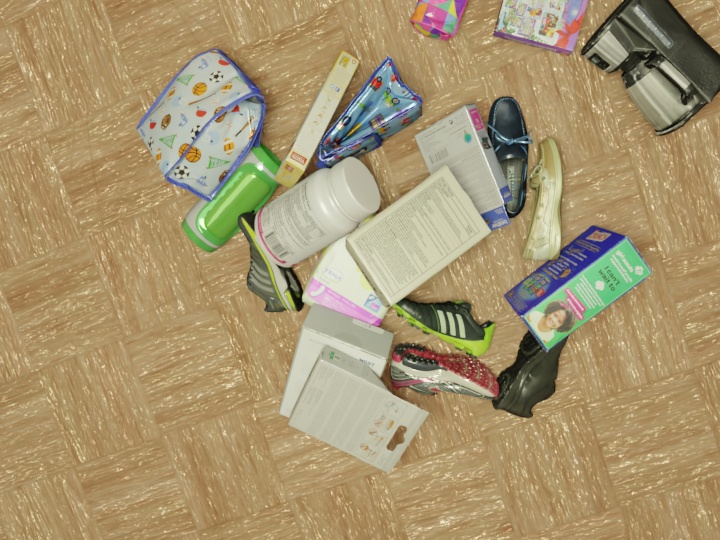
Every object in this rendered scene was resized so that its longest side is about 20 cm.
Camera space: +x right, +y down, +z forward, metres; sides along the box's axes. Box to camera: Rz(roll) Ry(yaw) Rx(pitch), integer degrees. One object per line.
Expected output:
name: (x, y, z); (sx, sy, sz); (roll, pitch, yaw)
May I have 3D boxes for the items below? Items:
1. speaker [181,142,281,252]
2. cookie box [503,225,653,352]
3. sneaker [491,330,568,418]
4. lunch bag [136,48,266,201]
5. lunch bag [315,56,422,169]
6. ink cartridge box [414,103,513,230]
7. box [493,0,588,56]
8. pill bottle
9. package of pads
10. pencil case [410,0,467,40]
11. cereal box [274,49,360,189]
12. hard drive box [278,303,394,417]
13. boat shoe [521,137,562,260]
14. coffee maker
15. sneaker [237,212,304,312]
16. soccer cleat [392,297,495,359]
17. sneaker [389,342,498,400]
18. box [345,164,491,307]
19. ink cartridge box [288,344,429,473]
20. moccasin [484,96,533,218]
speaker: (-0.222, -0.128, 1.100); (0.089, 0.088, 0.200); (45, 99, -1)
cookie box: (0.345, 0.023, 1.021); (0.199, 0.171, 0.076); (-39, 95, 9)
sneaker: (0.312, 0.172, 1.096); (0.089, 0.076, 0.202); (27, 112, -11)
lunch bag: (-0.254, -0.250, 1.043); (0.201, 0.123, 0.170); (-50, 55, 12)
lunch bag: (0.001, -0.237, 1.031); (0.199, 0.151, 0.095); (-39, 92, 9)
ink cartridge box: (0.178, -0.160, 1.050); (0.118, 0.042, 0.204); (-19, 94, 47)
box: (0.311, -0.475, 1.029); (0.134, 0.039, 0.205); (16, 98, 4)
pill bottle: (-0.071, -0.095, 1.026); (0.198, 0.113, 0.115); (-27, 94, 31)
package of pads: (0.000, 0.000, 1.103); (0.153, 0.068, 0.203); (31, 98, 0)
pencil case: (0.152, -0.483, 1.022); (0.087, 0.088, 0.204); (23, 100, 2)
cereal box: (-0.073, -0.239, 1.013); (0.039, 0.144, 0.203); (28, 79, -11)
hard drive box: (-0.045, 0.182, 1.091); (0.153, 0.077, 0.203); (21, 121, 3)
boat shoe: (0.304, -0.120, 1.054); (0.061, 0.073, 0.206); (0, 94, 8)
coffee maker: (0.482, -0.351, 0.996); (0.200, 0.135, 0.192); (46, 76, -3)
sneaker: (-0.173, -0.005, 1.101); (0.079, 0.074, 0.203); (-18, 111, 14)
soccer cleat: (0.146, 0.081, 1.094); (0.197, 0.067, 0.082); (27, 86, -15)
sneaker: (0.149, 0.190, 1.112); (0.195, 0.081, 0.076); (15, 113, 11)
box: (0.087, -0.050, 1.004); (0.198, 0.109, 0.129); (-35, 87, -5)
ink cartridge box: (-0.005, 0.233, 1.040); (0.196, 0.050, 0.163); (25, 120, -5)
moccasin: (0.258, -0.191, 1.053); (0.078, 0.068, 0.205); (-9, 96, 6)
